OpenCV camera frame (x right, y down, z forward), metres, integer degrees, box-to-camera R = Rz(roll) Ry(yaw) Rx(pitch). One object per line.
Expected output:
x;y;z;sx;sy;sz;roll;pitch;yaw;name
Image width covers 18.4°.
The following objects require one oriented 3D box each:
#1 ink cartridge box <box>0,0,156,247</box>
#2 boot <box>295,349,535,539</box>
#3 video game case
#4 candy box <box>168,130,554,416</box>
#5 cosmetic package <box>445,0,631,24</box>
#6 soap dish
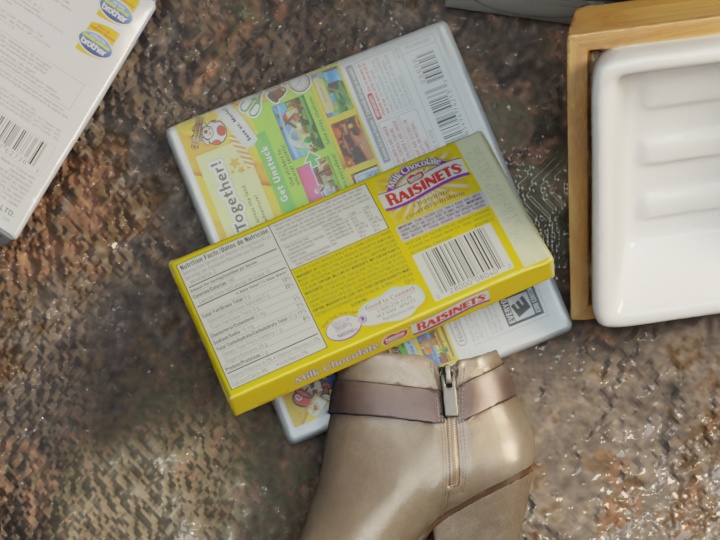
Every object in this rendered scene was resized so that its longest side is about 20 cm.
-0.203;-0.129;1.285;0.119;0.042;0.201;33;75;-13;ink cartridge box
0.002;0.120;1.256;0.199;0.070;0.147;-5;87;-11;boot
0.005;-0.024;1.308;0.181;0.023;0.201;-22;84;-6;video game case
0.000;0.000;1.261;0.199;0.026;0.103;-23;55;-6;candy box
0.131;-0.187;1.249;0.150;0.200;0.052;6;80;-1;cosmetic package
0.190;-0.068;1.249;0.156;0.201;0.081;-8;40;-4;soap dish
